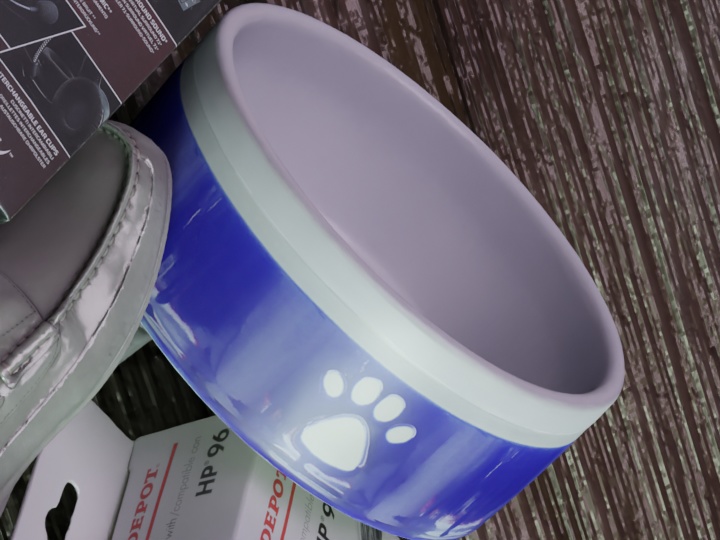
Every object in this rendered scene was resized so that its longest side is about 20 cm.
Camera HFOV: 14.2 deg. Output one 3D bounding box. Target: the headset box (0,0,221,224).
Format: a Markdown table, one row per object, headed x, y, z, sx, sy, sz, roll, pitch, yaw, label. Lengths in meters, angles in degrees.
| x | y | z | sx | sy | sz | roll | pitch | yaw | label |
| --- | --- | --- | --- | --- | --- | --- | --- | --- | --- |
| -0.126 | -0.095 | 1.025 | 0.077 | 0.148 | 0.200 | 55 | 51 | -19 | headset box |

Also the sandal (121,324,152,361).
| x | y | z | sx | sy | sz | roll | pitch | yaw | label |
| --- | --- | --- | --- | --- | --- | --- | --- | --- | --- |
| -0.142 | 0.023 | 1.057 | 0.206 | 0.059 | 0.079 | -34 | 88 | -38 | sandal |

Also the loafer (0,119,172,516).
| x | y | z | sx | sy | sz | roll | pitch | yaw | label |
| --- | --- | --- | --- | --- | --- | --- | --- | --- | --- |
| -0.130 | 0.030 | 0.959 | 0.201 | 0.070 | 0.070 | -61 | 141 | -17 | loafer |

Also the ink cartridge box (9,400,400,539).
| x | y | z | sx | sy | sz | roll | pitch | yaw | label |
| --- | --- | --- | --- | --- | --- | --- | --- | --- | --- |
| -0.037 | 0.132 | 1.040 | 0.200 | 0.068 | 0.116 | 48 | 40 | -34 | ink cartridge box |

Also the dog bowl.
| x | y | z | sx | sy | sz | roll | pitch | yaw | label |
| --- | --- | --- | --- | --- | --- | --- | --- | --- | --- |
| 0.000 | 0.000 | 1.063 | 0.200 | 0.079 | 0.200 | 37 | 22 | -18 | dog bowl |
